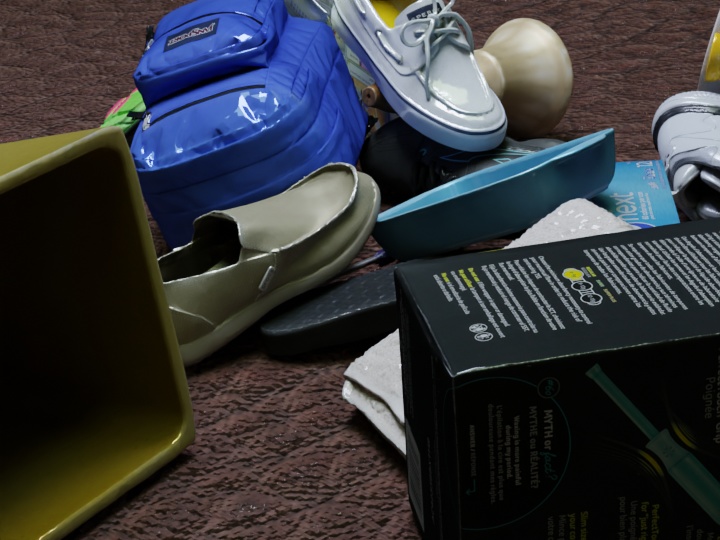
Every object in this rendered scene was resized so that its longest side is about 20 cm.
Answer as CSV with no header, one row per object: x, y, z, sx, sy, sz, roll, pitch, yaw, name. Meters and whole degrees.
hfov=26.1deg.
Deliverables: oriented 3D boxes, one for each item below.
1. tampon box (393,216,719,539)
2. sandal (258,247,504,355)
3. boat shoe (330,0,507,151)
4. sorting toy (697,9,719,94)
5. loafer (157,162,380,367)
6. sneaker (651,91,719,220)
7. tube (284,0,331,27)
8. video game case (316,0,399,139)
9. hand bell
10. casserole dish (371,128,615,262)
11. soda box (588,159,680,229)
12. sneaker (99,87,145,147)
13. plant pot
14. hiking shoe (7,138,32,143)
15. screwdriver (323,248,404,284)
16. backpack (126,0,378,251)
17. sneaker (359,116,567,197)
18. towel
0.129,0.072,0.765,0.199,0.150,0.126,-7,25,-9,tampon box
0.034,0.027,1.018,0.200,0.048,0.075,-12,24,12,sandal
0.049,-0.180,1.188,0.074,0.086,0.202,-17,52,-26,boat shoe
0.362,-0.140,1.213,0.180,0.200,0.107,21,66,16,sorting toy
-0.068,-0.015,1.025,0.200,0.068,0.076,-40,37,-24,loafer
0.312,-0.068,1.148,0.199,0.075,0.115,11,39,8,sneaker
-0.044,-0.181,1.309,0.058,0.200,0.052,8,64,7,tube
0.003,-0.213,1.377,0.045,0.182,0.200,-11,26,-19,video game case
0.074,-0.151,1.279,0.104,0.104,0.200,19,22,41,hand bell
0.090,-0.047,1.053,0.121,0.039,0.200,-26,7,-39,casserole dish
0.180,-0.008,1.033,0.064,0.068,0.200,-3,24,7,soda box
-0.145,-0.137,1.361,0.200,0.084,0.077,-29,15,-11,sneaker
-0.243,0.041,0.861,0.200,0.196,0.194,3,23,36,plant pot
-0.272,-0.057,1.203,0.086,0.075,0.200,6,26,23,hiking shoe
0.000,0.000,1.102,0.200,0.029,0.028,-28,34,-35,screwdriver
-0.096,-0.106,1.161,0.162,0.168,0.200,-21,30,18,backpack
0.080,-0.074,1.189,0.200,0.076,0.079,9,31,29,sneaker
0.090,0.037,0.901,0.200,0.035,0.133,-38,34,-10,towel
